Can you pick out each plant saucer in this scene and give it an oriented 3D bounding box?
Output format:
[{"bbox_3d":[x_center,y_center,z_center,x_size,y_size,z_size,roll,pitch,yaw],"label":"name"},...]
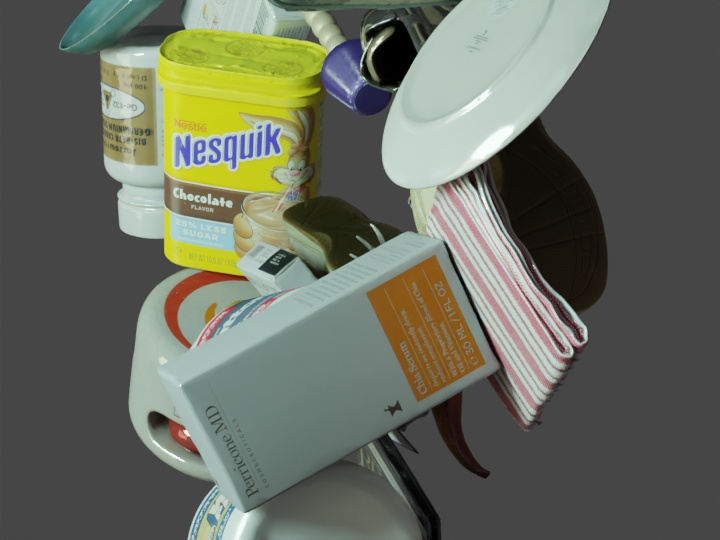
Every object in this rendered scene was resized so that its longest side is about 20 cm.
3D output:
[{"bbox_3d":[-0.215,-0.278,2.070,0.027,0.200,0.200,47,167,-17],"label":"plant saucer"}]

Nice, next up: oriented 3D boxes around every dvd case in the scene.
[{"bbox_3d":[0.032,0.226,1.727,0.149,0.016,0.200,-123,23,-46],"label":"dvd case"}]

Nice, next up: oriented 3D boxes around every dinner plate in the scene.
[{"bbox_3d":[0.080,-0.138,1.345,0.200,0.024,0.200,-37,28,24],"label":"dinner plate"}]

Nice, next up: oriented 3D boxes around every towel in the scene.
[{"bbox_3d":[0.093,0.019,1.383,0.146,0.030,0.200,59,167,14],"label":"towel"}]

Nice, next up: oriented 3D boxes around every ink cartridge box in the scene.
[{"bbox_3d":[-0.019,0.063,1.744,0.200,0.037,0.095,53,168,-20],"label":"ink cartridge box"},{"bbox_3d":[-0.106,-0.235,1.944,0.200,0.045,0.176,114,142,-53],"label":"ink cartridge box"}]

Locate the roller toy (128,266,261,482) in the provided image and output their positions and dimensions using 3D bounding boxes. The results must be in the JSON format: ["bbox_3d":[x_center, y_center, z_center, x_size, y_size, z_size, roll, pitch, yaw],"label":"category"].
[{"bbox_3d":[-0.109,0.086,1.867,0.200,0.182,0.140,-119,31,-45],"label":"roller toy"}]

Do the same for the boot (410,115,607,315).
[{"bbox_3d":[0.096,-0.034,1.455,0.200,0.073,0.155,62,160,19],"label":"boot"}]

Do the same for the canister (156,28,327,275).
[{"bbox_3d":[-0.102,-0.099,1.848,0.087,0.148,0.200,-66,-19,-59],"label":"canister"}]

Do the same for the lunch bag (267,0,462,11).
[{"bbox_3d":[-0.007,-0.274,1.462,0.168,0.200,0.140,-127,36,-50],"label":"lunch bag"}]

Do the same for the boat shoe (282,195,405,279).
[{"bbox_3d":[0.000,0.000,1.728,0.200,0.074,0.066,-135,28,-58],"label":"boat shoe"}]

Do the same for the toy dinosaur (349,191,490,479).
[{"bbox_3d":[0.053,0.027,1.604,0.182,0.200,0.105,-57,23,3],"label":"toy dinosaur"}]

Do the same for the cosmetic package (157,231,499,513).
[{"bbox_3d":[-0.021,0.065,1.400,0.102,0.200,0.071,64,167,-14],"label":"cosmetic package"}]

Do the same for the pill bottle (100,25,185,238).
[{"bbox_3d":[-0.204,-0.140,2.132,0.114,0.114,0.200,-142,48,-61],"label":"pill bottle"}]

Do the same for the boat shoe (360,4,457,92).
[{"bbox_3d":[0.035,-0.170,1.559,0.200,0.073,0.075,-156,61,-66],"label":"boat shoe"}]

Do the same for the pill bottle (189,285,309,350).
[{"bbox_3d":[-0.059,0.076,1.541,0.200,0.119,0.120,166,96,-66],"label":"pill bottle"}]

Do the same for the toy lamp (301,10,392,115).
[{"bbox_3d":[-0.023,-0.194,1.733,0.200,0.058,0.058,-118,29,-46],"label":"toy lamp"}]

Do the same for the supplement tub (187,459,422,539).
[{"bbox_3d":[-0.046,0.206,1.506,0.200,0.144,0.145,162,100,-75],"label":"supplement tub"}]
